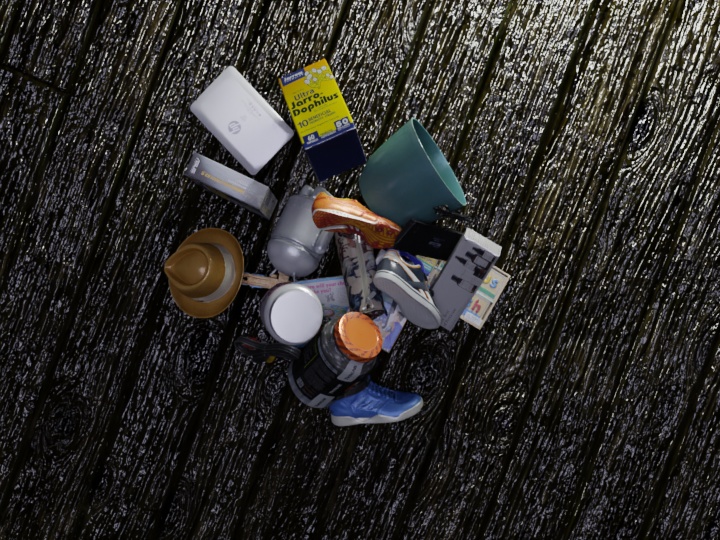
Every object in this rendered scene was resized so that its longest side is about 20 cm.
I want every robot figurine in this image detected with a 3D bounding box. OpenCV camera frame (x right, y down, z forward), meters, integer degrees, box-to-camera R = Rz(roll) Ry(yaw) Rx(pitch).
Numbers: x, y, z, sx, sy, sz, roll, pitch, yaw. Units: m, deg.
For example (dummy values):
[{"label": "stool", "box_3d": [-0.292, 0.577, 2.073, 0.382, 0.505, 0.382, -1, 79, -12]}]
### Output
[{"label": "robot figurine", "box_3d": [-0.119, -0.073, 1.477, 0.113, 0.168, 0.203, 36, 70, -39]}]

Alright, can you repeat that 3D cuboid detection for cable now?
[{"label": "cable", "box_3d": [-0.187, 0.150, 1.457, 0.097, 0.199, 0.051, 38, 60, -18]}]

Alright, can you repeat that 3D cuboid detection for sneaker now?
[{"label": "sneaker", "box_3d": [0.103, 0.037, 1.425, 0.077, 0.200, 0.080, -6, 52, 37]}, {"label": "sneaker", "box_3d": [0.028, 0.253, 1.511, 0.196, 0.077, 0.113, -7, 105, 7]}, {"label": "sneaker", "box_3d": [0.002, -0.100, 1.387, 0.197, 0.078, 0.073, 21, 136, -20]}]

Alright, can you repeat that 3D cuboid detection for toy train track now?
[{"label": "toy train track", "box_3d": [-0.206, 0.025, 1.528, 0.196, 0.033, 0.117, 10, 84, -7]}]

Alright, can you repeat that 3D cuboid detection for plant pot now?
[{"label": "plant pot", "box_3d": [0.093, -0.173, 1.451, 0.160, 0.200, 0.202, -32, 91, 18]}]

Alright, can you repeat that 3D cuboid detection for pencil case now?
[{"label": "pencil case", "box_3d": [0.000, 0.000, 1.434, 0.076, 0.089, 0.203, -5, 74, -19]}]

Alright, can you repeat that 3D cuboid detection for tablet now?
[{"label": "tablet", "box_3d": [-0.251, -0.317, 1.535, 0.130, 0.014, 0.200, -44, 90, 2]}]

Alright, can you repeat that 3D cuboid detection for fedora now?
[{"label": "fedora", "box_3d": [-0.331, -0.001, 1.472, 0.198, 0.082, 0.204, -6, 77, 28]}]

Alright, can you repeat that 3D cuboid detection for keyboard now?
[{"label": "keyboard", "box_3d": [0.158, -0.075, 1.425, 0.127, 0.198, 0.021, -49, 54, 27]}]

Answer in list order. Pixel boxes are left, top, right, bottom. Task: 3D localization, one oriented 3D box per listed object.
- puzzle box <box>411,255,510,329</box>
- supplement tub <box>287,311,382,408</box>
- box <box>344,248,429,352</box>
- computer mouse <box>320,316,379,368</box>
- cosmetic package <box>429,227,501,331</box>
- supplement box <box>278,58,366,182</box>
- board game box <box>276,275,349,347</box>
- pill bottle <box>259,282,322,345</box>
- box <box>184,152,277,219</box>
[{"label": "puzzle box", "box_3d": [0.201, 0.017, 1.533, 0.198, 0.025, 0.134, 30, 91, 0]}, {"label": "supplement tub", "box_3d": [-0.048, 0.171, 1.395, 0.122, 0.123, 0.200, 43, 134, 0]}, {"label": "box", "box_3d": [0.055, 0.052, 1.493, 0.118, 0.041, 0.202, 29, 87, -2]}, {"label": "computer mouse", "box_3d": [-0.023, 0.143, 1.487, 0.058, 0.200, 0.034, -15, 47, 29]}, {"label": "cosmetic package", "box_3d": [0.198, 0.020, 1.460, 0.082, 0.051, 0.202, 30, 119, 3]}, {"label": "supplement box", "box_3d": [-0.076, -0.299, 1.443, 0.107, 0.110, 0.202, -23, 58, 1]}, {"label": "board game box", "box_3d": [-0.069, 0.083, 1.513, 0.196, 0.034, 0.137, -6, 92, -11]}, {"label": "pill bottle", "box_3d": [-0.132, 0.081, 1.381, 0.111, 0.200, 0.116, 0, 90, -11]}, {"label": "box", "box_3d": [-0.252, -0.163, 1.446, 0.156, 0.200, 0.049, 26, 88, -1]}]
